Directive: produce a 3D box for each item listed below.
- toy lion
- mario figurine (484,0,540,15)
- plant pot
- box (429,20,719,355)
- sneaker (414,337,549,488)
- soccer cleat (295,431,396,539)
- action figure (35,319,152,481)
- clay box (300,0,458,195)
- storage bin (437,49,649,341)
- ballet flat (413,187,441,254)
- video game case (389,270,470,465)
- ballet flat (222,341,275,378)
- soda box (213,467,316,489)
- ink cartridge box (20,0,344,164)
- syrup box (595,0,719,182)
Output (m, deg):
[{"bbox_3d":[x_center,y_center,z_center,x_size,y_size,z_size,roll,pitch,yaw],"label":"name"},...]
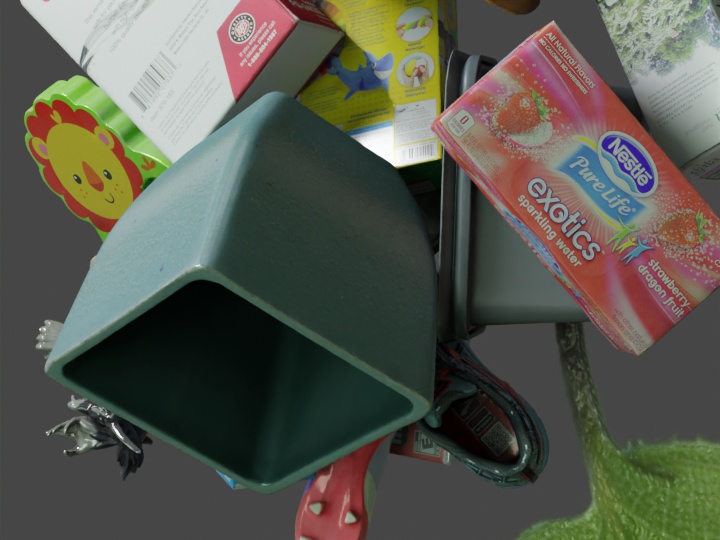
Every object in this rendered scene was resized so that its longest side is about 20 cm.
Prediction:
[{"bbox_3d":[-0.181,-0.066,1.778,0.199,0.069,0.192,4,127,47],"label":"toy lion"},{"bbox_3d":[0.159,-0.249,1.477,0.124,0.106,0.200,47,135,-10],"label":"mario figurine"},{"bbox_3d":[-0.064,0.000,1.524,0.196,0.195,0.201,-31,36,45],"label":"plant pot"},{"bbox_3d":[0.148,-0.052,1.450,0.103,0.095,0.200,-40,92,-2],"label":"box"},{"bbox_3d":[0.057,0.077,1.597,0.200,0.096,0.079,39,92,4],"label":"sneaker"},{"bbox_3d":[-0.002,0.130,1.685,0.066,0.076,0.201,17,88,0],"label":"soccer cleat"},{"bbox_3d":[-0.208,0.094,1.792,0.101,0.200,0.120,0,105,-5],"label":"action figure"},{"bbox_3d":[0.014,-0.149,1.653,0.114,0.048,0.201,-11,61,22],"label":"clay box"},{"bbox_3d":[0.132,-0.048,1.561,0.134,0.146,0.201,4,93,12],"label":"storage bin"},{"bbox_3d":[0.000,0.000,1.671,0.064,0.067,0.200,41,107,-10],"label":"ballet flat"},{"bbox_3d":[0.000,0.064,1.731,0.199,0.017,0.144,8,95,39],"label":"video game case"},{"bbox_3d":[-0.080,0.042,1.678,0.071,0.200,0.072,14,131,17],"label":"ballet flat"},{"bbox_3d":[-0.096,0.105,1.714,0.200,0.067,0.065,-145,53,-66],"label":"soda box"},{"bbox_3d":[-0.134,-0.188,1.648,0.200,0.083,0.145,46,109,20],"label":"ink cartridge box"},{"bbox_3d":[0.221,-0.166,1.508,0.079,0.081,0.201,-32,71,34],"label":"syrup box"}]
